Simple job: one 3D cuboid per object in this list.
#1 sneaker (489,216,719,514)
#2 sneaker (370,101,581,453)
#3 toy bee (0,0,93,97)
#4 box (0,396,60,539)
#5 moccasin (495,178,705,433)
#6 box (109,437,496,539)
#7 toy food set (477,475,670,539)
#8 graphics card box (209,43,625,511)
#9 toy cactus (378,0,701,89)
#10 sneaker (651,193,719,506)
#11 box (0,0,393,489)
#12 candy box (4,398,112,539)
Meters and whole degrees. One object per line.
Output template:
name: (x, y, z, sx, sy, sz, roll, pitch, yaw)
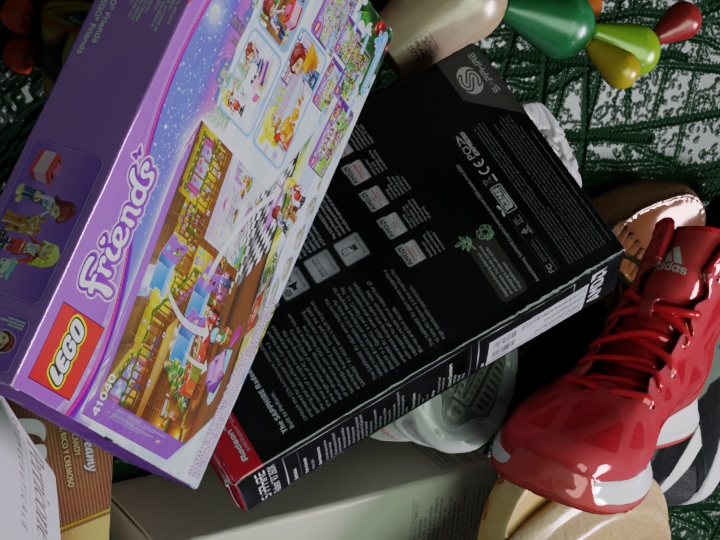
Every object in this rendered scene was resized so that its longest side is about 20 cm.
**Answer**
sneaker: (0.123, 0.033, 0.755, 0.200, 0.078, 0.116, -26, 133, -66)
sneaker: (0.040, -0.003, 0.799, 0.078, 0.099, 0.201, 46, 56, -29)
toy bee: (-0.087, -0.099, 0.658, 0.200, 0.108, 0.132, 0, 107, -63)
box: (-0.221, 0.100, 0.535, 0.199, 0.199, 0.172, -26, 118, -1)
moccasin: (0.115, 0.018, 0.854, 0.201, 0.078, 0.074, -31, 124, -29)
box: (-0.031, 0.136, 0.816, 0.199, 0.068, 0.083, -7, 116, -33)
toy food set: (0.088, 0.183, 0.847, 0.198, 0.049, 0.200, -50, 146, -4)
graphics card box: (0.000, 0.000, 0.710, 0.199, 0.126, 0.051, -31, 159, -10)
toy cactus: (0.081, -0.146, 0.759, 0.165, 0.102, 0.200, -38, 137, -3)
sneaker: (0.173, 0.052, 0.918, 0.111, 0.073, 0.201, -5, 115, -36)
box: (-0.062, -0.035, 0.579, 0.201, 0.039, 0.137, -67, 154, -13)
candy box: (-0.171, 0.106, 0.710, 0.116, 0.056, 0.201, -7, 116, -32)
